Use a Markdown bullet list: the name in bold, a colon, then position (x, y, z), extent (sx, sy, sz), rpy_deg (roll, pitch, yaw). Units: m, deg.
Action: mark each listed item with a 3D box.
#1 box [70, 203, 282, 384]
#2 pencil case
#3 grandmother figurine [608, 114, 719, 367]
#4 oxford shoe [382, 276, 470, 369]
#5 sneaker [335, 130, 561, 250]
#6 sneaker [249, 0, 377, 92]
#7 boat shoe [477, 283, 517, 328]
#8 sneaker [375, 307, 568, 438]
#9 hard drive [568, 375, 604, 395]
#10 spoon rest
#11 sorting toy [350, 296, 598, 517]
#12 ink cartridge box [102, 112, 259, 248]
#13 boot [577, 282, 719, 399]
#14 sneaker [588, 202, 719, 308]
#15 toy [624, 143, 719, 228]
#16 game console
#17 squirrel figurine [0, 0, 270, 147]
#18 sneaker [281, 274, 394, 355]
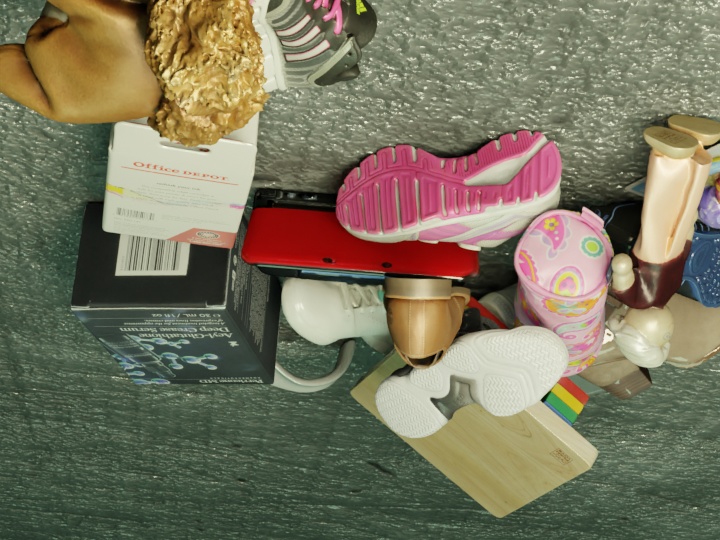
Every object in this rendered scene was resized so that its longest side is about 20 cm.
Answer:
- **box**: position (-0.168, 0.025, 1.486), extent (0.146, 0.108, 0.200), rpy_deg (-1, 157, 11)
- **pencil case**: position (0.170, 0.021, 1.319), extent (0.086, 0.089, 0.200), rpy_deg (2, 157, 6)
- **grandmother figurine**: position (0.232, -0.014, 1.226), extent (0.120, 0.202, 0.060), rpy_deg (-19, -144, -36)
- **oxford shoe**: position (0.049, 0.042, 1.266), extent (0.070, 0.072, 0.200), rpy_deg (1, 179, 10)
- **sneaker**: position (0.077, -0.053, 1.296), extent (0.197, 0.082, 0.088), rpy_deg (-4, 153, 21)
- **sneaker**: position (-0.032, -0.180, 1.044), extent (0.086, 0.075, 0.200), rpy_deg (0, 158, 0)
- **boat shoe**: position (0.128, 0.065, 1.579), extent (0.068, 0.072, 0.201), rpy_deg (-26, 160, -25)
- **sneaker**: position (0.106, 0.071, 1.330), extent (0.199, 0.114, 0.076), rpy_deg (-24, 105, 42)
- **hard drive**: position (0.223, 0.087, 1.594), extent (0.138, 0.033, 0.200), rpy_deg (-13, 159, -10)
- **spoon rest**: position (-0.105, 0.089, 1.678), extent (0.197, 0.061, 0.099), rpy_deg (10, 156, -15)
- **sorting toy**: position (0.116, 0.127, 1.517), extent (0.199, 0.070, 0.199), rpy_deg (40, 149, -3)
- **ink cartridge box**: position (-0.144, -0.091, 1.266), extent (0.115, 0.068, 0.200), rpy_deg (8, 158, -9)
- **boot**: position (0.261, 0.028, 1.449), extent (0.199, 0.070, 0.146), rpy_deg (-38, 116, 8)
- **sneaker**: position (0.266, -0.020, 1.364), extent (0.078, 0.071, 0.199), rpy_deg (32, -171, 37)
- **toy**: position (0.319, -0.065, 1.263), extent (0.114, 0.048, 0.199), rpy_deg (18, 152, -27)
- **game console**: position (0.000, 0.000, 1.374), extent (0.197, 0.120, 0.173), rpy_deg (5, 146, 1)
- **squirrel figurine**: position (-0.127, -0.177, 0.960), extent (0.199, 0.141, 0.188), rpy_deg (35, 139, 13)
- **sneaker**: position (0.010, 0.031, 1.521), extent (0.088, 0.076, 0.199), rpy_deg (-22, 157, 36)
